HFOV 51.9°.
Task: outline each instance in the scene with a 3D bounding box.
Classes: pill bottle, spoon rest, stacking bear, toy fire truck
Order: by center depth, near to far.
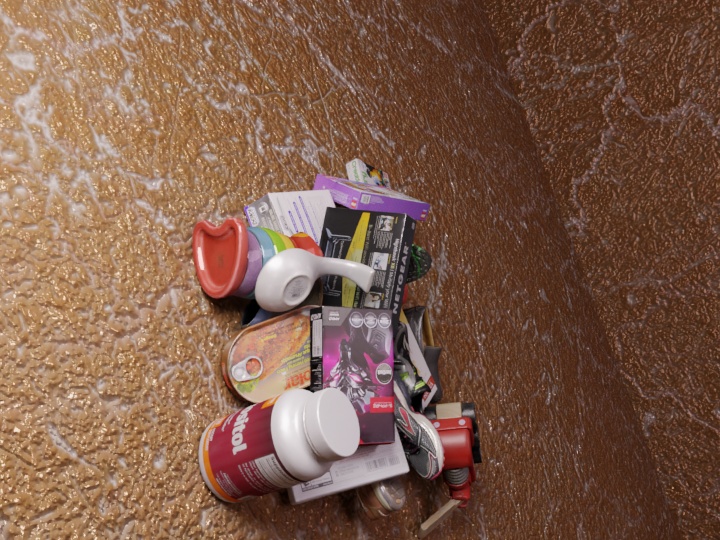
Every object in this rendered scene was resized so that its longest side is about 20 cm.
[{"bbox_3d":[-0.103,0.219,0.946,0.113,0.198,0.114,39,38,-39],"label":"pill bottle"},{"bbox_3d":[-0.072,0.012,1.095,0.198,0.101,0.060,-4,30,-41],"label":"spoon rest"},{"bbox_3d":[-0.137,-0.016,1.117,0.198,0.120,0.116,0,89,-46],"label":"stacking bear"},{"bbox_3d":[0.158,0.367,1.344,0.202,0.126,0.178,-88,167,-48],"label":"toy fire truck"}]

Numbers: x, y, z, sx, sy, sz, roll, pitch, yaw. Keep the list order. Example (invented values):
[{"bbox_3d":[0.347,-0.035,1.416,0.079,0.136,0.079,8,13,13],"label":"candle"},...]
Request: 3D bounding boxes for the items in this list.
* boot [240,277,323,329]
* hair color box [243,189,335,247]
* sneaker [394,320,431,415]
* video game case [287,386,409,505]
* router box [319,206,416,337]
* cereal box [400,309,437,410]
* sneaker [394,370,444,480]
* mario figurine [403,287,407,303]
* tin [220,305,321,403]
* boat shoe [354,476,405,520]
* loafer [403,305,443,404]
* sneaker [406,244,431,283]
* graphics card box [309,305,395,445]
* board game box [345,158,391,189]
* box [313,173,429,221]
[{"bbox_3d":[-0.121,0.051,1.168,0.097,0.074,0.202,48,39,-30],"label":"boot"},{"bbox_3d":[-0.108,-0.077,1.299,0.199,0.064,0.111,-14,82,-63],"label":"hair color box"},{"bbox_3d":[0.082,0.182,1.273,0.070,0.082,0.203,-18,102,-49],"label":"sneaker"},{"bbox_3d":[-0.037,0.239,1.122,0.197,0.023,0.184,-6,67,-30],"label":"video game case"},{"bbox_3d":[0.000,0.000,1.250,0.052,0.155,0.203,24,76,-61],"label":"router box"},{"bbox_3d":[0.064,0.188,1.346,0.144,0.039,0.202,-50,124,-40],"label":"cereal box"},{"bbox_3d":[0.061,0.257,1.215,0.074,0.081,0.201,-19,68,-48],"label":"sneaker"},{"bbox_3d":[0.015,0.075,1.408,0.200,0.105,0.125,-38,138,-50],"label":"mario figurine"},{"bbox_3d":[-0.112,0.123,1.089,0.198,0.042,0.114,-18,89,-35],"label":"tin"},{"bbox_3d":[-0.001,0.305,1.189,0.075,0.072,0.201,24,31,-46],"label":"boat shoe"},{"bbox_3d":[0.132,0.170,1.510,0.073,0.072,0.203,-12,81,-62],"label":"loafer"},{"bbox_3d":[0.035,-0.022,1.369,0.085,0.196,0.079,-44,133,-70],"label":"sneaker"},{"bbox_3d":[-0.012,0.156,1.097,0.124,0.051,0.204,5,78,-28],"label":"graphics card box"},{"bbox_3d":[0.034,-0.132,1.607,0.126,0.034,0.203,15,57,-54],"label":"board game box"},{"bbox_3d":[0.023,-0.143,1.462,0.198,0.136,0.040,5,107,-44],"label":"box"}]
